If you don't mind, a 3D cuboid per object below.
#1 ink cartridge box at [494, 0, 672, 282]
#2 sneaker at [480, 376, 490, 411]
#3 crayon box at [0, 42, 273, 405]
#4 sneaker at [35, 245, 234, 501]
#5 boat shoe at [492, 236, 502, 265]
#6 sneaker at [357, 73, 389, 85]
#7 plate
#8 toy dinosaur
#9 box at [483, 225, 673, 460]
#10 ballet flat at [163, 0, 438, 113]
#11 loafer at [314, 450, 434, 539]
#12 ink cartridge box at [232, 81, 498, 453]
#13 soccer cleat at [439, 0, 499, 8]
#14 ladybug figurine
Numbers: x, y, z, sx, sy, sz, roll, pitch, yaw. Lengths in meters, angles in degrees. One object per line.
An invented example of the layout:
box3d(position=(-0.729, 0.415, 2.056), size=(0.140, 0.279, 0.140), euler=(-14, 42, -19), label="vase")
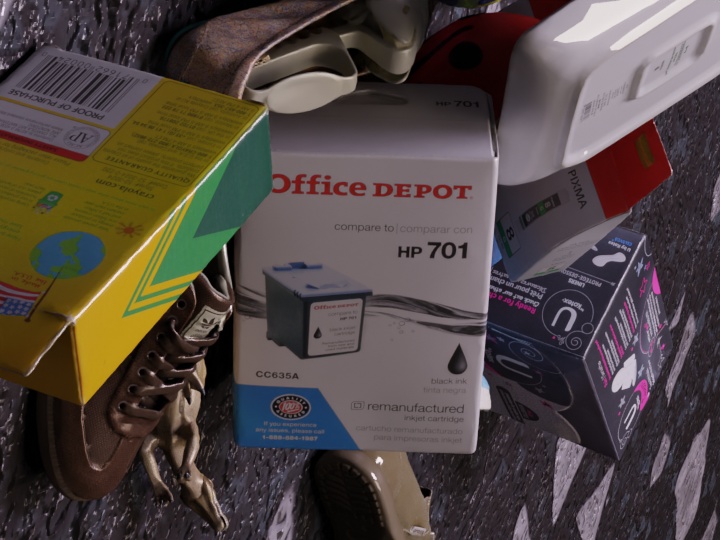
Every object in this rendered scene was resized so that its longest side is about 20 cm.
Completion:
box3d(position=(0.120, -0.096, 1.444), size=(0.200, 0.050, 0.161), euler=(130, -56, -69), label="ink cartridge box")
box3d(position=(0.036, 0.054, 1.576), size=(0.200, 0.078, 0.090), euler=(17, 72, -73), label="sneaker")
box3d(position=(-0.140, -0.016, 0.983), size=(0.200, 0.127, 0.051), euler=(-51, 149, -43), label="crayon box")
box3d(position=(-0.108, 0.026, 1.150), size=(0.070, 0.075, 0.201), euler=(11, 93, -58), label="sneaker")
box3d(position=(0.064, -0.037, 1.561), size=(0.200, 0.068, 0.084), euler=(-38, 126, -49), label="boat shoe")
box3d(position=(0.015, -0.153, 1.343), size=(0.112, 0.071, 0.201), euler=(1, 103, -65), label="sneaker")
box3d(position=(0.164, -0.127, 1.247), size=(0.200, 0.032, 0.200), euler=(-33, 164, -12), label="plate")
box3d(position=(-0.105, 0.056, 1.247), size=(0.101, 0.058, 0.201), euler=(-58, 150, -75), label="toy dinosaur")
box3d(position=(0.152, 0.044, 1.742), size=(0.115, 0.132, 0.200), euler=(-62, 156, -19), label="box")
box3d(position=(-0.012, -0.120, 1.212), size=(0.200, 0.067, 0.068), euler=(-27, 139, -31), label="ballet flat")
box3d(position=(0.020, 0.180, 1.590), size=(0.067, 0.076, 0.200), euler=(-52, 151, -32), label="loafer")
box3d(position=(0.000, 0.000, 1.290), size=(0.086, 0.146, 0.200), euler=(-91, -178, -57), label="ink cartridge box")
box3d(position=(0.099, -0.203, 1.495), size=(0.200, 0.084, 0.065), euler=(-22, 124, -64), label="soccer cleat")
box3d(position=(0.047, -0.091, 1.371), size=(0.200, 0.072, 0.136), euler=(-40, -160, 30), label="ladybug figurine")
